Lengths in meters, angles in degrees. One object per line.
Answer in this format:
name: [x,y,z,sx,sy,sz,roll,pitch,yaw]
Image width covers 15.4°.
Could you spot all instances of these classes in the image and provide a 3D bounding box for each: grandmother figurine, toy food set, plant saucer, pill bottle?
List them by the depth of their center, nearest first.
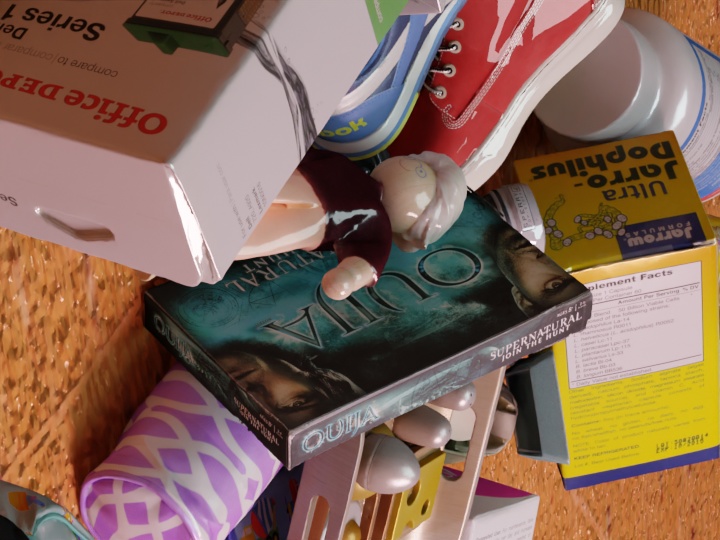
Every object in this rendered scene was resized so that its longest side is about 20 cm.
grandmother figurine: [-0.028,-0.032,1.371,0.199,0.122,0.061,-7,146,-35]
toy food set: [0.022,0.123,1.496,0.200,0.060,0.144,-24,130,-60]
plant saucer: [0.111,0.089,1.702,0.200,0.019,0.070,100,-18,-87]
pill bottle: [0.182,-0.111,1.767,0.200,0.112,0.113,18,88,-62]

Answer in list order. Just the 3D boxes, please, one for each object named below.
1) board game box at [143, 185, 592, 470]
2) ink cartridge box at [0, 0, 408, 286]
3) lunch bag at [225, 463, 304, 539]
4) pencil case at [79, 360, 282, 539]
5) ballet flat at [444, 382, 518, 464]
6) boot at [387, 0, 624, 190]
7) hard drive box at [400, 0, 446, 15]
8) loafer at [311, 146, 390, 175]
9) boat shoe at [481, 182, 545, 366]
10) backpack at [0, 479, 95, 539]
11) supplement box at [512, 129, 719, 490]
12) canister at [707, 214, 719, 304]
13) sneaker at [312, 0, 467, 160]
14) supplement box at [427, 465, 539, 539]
board game box: [0.005,0.021,1.408,0.199,0.135,0.028,-24,136,-29]
ink cartridge box: [-0.086,-0.106,1.234,0.200,0.145,0.085,-58,148,-30]
lunch bag: [-0.046,0.194,1.553,0.150,0.094,0.201,-26,114,-55]
pencil case: [-0.070,0.077,1.437,0.200,0.084,0.085,-48,-176,-39]
ballet flat: [0.062,0.093,1.699,0.200,0.069,0.070,13,92,-63]
boot: [0.043,-0.130,1.538,0.200,0.072,0.144,-50,129,4]
hard drive box: [0.009,-0.251,1.346,0.156,0.076,0.201,71,25,-44]
loafer: [0.000,0.000,1.545,0.071,0.068,0.202,-69,156,-58]
boat shoe: [0.068,0.004,1.662,0.200,0.070,0.072,92,-15,-62]
backpack: [-0.182,0.159,1.193,0.200,0.166,0.127,55,51,-63]
supplement box: [0.165,0.027,1.707,0.110,0.108,0.201,-105,-175,-46]
canister: [0.211,0.026,1.921,0.200,0.086,0.150,1,104,-63]
sneaker: [0.014,-0.161,1.425,0.082,0.074,0.201,39,69,-58]
supplement box: [0.032,0.229,1.676,0.103,0.101,0.201,-10,113,-60]
